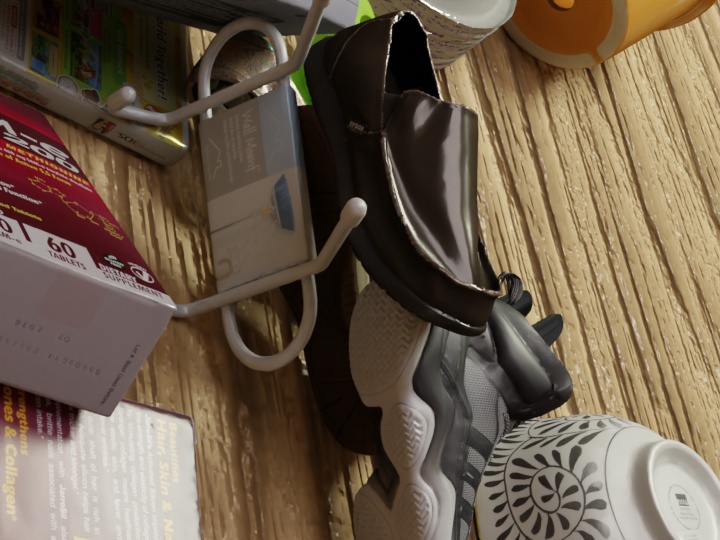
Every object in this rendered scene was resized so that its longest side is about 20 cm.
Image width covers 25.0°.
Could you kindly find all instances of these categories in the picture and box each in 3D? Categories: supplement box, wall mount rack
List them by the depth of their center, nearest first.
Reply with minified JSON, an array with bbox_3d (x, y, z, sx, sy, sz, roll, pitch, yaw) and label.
[{"bbox_3d":[-0.166,0.103,0.668,0.199,0.086,0.111,21,46,-39],"label":"supplement box"},{"bbox_3d":[-0.169,-0.025,0.719,0.109,0.061,0.200,24,15,-38],"label":"supplement box"},{"bbox_3d":[-0.053,-0.056,0.841,0.074,0.173,0.201,12,64,-51],"label":"wall mount rack"}]

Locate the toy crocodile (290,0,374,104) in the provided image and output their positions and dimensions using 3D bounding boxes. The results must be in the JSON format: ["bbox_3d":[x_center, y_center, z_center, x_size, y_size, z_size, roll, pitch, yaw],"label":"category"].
[{"bbox_3d":[-0.001,-0.093,1.045,0.062,0.067,0.201,11,53,-46],"label":"toy crocodile"}]

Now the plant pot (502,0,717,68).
[{"bbox_3d":[0.202,-0.266,1.344,0.200,0.200,0.183,49,50,-8],"label":"plant pot"}]

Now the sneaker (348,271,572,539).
[{"bbox_3d":[0.059,0.098,0.878,0.113,0.075,0.201,-8,98,-30],"label":"sneaker"}]

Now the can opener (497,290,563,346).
[{"bbox_3d":[0.084,0.046,1.037,0.063,0.079,0.200,48,23,18],"label":"can opener"}]

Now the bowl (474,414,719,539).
[{"bbox_3d":[0.172,0.164,1.016,0.200,0.094,0.202,30,41,-30],"label":"bowl"}]

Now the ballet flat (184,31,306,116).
[{"bbox_3d":[-0.038,-0.047,0.963,0.200,0.068,0.067,53,38,-4],"label":"ballet flat"}]

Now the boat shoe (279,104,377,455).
[{"bbox_3d":[0.000,0.000,0.921,0.072,0.072,0.201,-26,105,-45],"label":"boat shoe"}]

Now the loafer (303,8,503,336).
[{"bbox_3d":[0.027,-0.058,0.831,0.073,0.071,0.201,15,44,-46],"label":"loafer"}]

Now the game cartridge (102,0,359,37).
[{"bbox_3d":[-0.103,-0.166,0.891,0.199,0.133,0.042,10,83,-44],"label":"game cartridge"}]

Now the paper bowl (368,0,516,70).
[{"bbox_3d":[0.039,-0.257,1.200,0.200,0.104,0.201,30,43,-32],"label":"paper bowl"}]

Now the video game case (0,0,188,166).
[{"bbox_3d":[-0.178,-0.174,0.943,0.182,0.023,0.201,26,43,-35],"label":"video game case"}]
